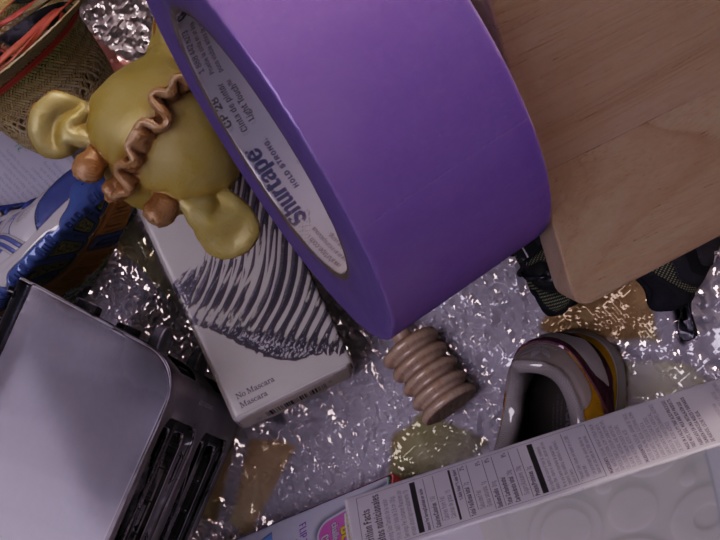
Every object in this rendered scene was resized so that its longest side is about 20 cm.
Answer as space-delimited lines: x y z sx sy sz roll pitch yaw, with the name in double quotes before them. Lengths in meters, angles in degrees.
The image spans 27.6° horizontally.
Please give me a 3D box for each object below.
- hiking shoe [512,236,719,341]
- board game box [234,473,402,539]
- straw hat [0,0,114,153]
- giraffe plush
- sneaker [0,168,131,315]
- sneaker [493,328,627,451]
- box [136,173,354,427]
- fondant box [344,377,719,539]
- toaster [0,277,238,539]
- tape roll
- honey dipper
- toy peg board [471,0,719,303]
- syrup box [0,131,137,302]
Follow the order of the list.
"hiking shoe" 0.095 -0.028 0.786 0.199 0.076 0.101 19 100 27
"board game box" -0.050 0.223 0.864 0.199 0.040 0.154 -26 39 30
"straw hat" -0.190 -0.115 0.863 0.200 0.202 0.085 -21 125 30
"giraffe plush" -0.078 -0.095 0.777 0.172 0.200 0.163 24 81 27
"sneaker" -0.218 -0.013 0.878 0.200 0.075 0.088 -41 73 29
"sneaker" 0.103 0.134 0.788 0.075 0.090 0.202 -4 92 30
"box" -0.080 -0.013 0.880 0.082 0.068 0.201 -27 81 -3
"fondant box" 0.108 0.154 0.727 0.199 0.058 0.145 -18 116 4
"toaster" -0.166 0.121 0.858 0.118 0.181 0.201 21 81 12
"tape roll" -0.010 -0.076 0.634 0.085 0.200 0.200 -33 75 -10
"honey dipper" 0.000 0.000 0.872 0.038 0.038 0.201 -43 69 26
"toy peg board" 0.132 -0.124 0.668 0.098 0.199 0.200 33 146 62
"syrup box" -0.225 -0.011 0.974 0.081 0.079 0.200 44 114 19
